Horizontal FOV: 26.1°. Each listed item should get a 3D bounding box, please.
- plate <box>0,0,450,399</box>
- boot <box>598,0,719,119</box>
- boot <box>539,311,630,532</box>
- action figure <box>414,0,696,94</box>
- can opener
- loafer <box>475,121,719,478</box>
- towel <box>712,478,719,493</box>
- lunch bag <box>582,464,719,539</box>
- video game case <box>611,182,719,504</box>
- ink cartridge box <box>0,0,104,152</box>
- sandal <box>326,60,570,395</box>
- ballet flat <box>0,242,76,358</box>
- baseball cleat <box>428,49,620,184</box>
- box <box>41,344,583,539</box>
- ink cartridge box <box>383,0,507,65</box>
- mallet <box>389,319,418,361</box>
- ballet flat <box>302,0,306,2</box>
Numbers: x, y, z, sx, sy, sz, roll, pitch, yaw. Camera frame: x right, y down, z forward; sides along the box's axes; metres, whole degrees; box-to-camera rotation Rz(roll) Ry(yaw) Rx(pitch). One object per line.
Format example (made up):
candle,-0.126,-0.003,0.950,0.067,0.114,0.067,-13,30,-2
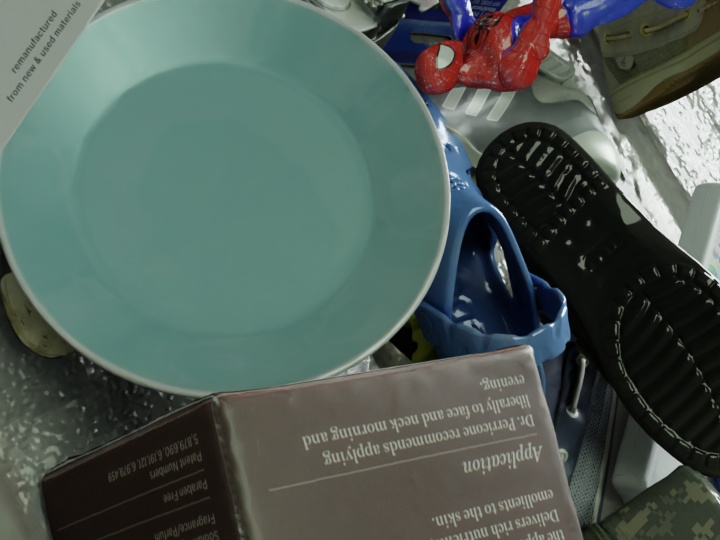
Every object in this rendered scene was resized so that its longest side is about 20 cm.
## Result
plate,-0.059,-0.035,0.679,0.198,0.026,0.202,3,64,-7
boot,0.182,-0.189,0.890,0.072,0.200,0.156,-20,84,-27
boot,0.096,0.048,0.819,0.090,0.073,0.202,21,60,-26
action figure,0.100,-0.154,0.764,0.199,0.065,0.100,-31,114,-24
can opener,0.031,-0.154,0.813,0.053,0.067,0.199,47,45,13
loafer,0.135,0.012,0.775,0.073,0.071,0.201,-34,81,1
towel,0.258,0.136,0.895,0.199,0.024,0.146,-22,100,-54
lunch bag,0.145,0.218,0.704,0.200,0.167,0.140,54,-3,40
video game case,0.205,0.085,0.875,0.182,0.024,0.201,54,47,-39
ink cartridge box,-0.222,-0.116,0.598,0.200,0.146,0.147,38,56,-18
sandal,0.042,-0.016,0.721,0.079,0.087,0.201,-24,81,-25
ballet flat,-0.113,-0.052,0.711,0.066,0.057,0.201,30,58,-23
baseball cleat,0.052,-0.085,0.850,0.199,0.070,0.107,9,54,-36
box,-0.012,0.153,0.642,0.165,0.164,0.202,-5,77,-37
ink cartridge box,0.034,-0.216,0.893,0.099,0.039,0.202,-4,76,-38
mallet,0.000,0.000,0.764,0.199,0.041,0.066,36,56,-6
ballet flat,-0.045,-0.172,0.800,0.070,0.065,0.202,2,73,-37
